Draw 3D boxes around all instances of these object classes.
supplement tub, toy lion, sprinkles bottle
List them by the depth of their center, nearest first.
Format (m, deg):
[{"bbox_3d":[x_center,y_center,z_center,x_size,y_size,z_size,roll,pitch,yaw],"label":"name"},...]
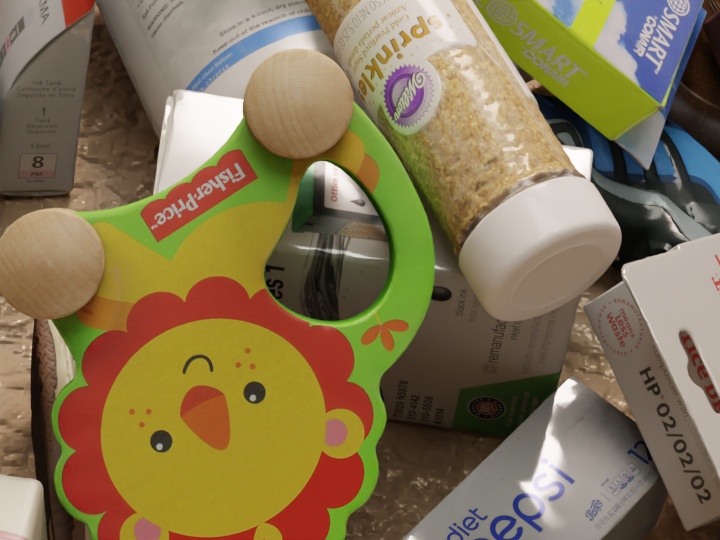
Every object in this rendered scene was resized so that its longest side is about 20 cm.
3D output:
[{"bbox_3d":[-0.051,0.032,1.094,0.199,0.069,0.192,-33,93,-3],"label":"toy lion"},{"bbox_3d":[0.039,-0.074,1.125,0.068,0.068,0.201,-19,62,-21],"label":"sprinkles bottle"},{"bbox_3d":[-0.061,-0.129,1.313,0.131,0.132,0.201,-14,54,-17],"label":"supplement tub"}]

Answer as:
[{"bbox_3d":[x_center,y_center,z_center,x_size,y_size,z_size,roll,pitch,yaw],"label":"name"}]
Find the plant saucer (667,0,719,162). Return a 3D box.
[{"bbox_3d":[0.197,-0.151,1.349,0.199,0.032,0.202,2,86,-25],"label":"plant saucer"}]

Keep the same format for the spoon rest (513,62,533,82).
[{"bbox_3d":[0.119,-0.128,1.367,0.060,0.100,0.200,22,62,34],"label":"spoon rest"}]

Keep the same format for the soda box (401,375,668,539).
[{"bbox_3d":[0.057,0.139,1.148,0.068,0.064,0.200,36,56,19],"label":"soda box"}]

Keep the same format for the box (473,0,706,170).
[{"bbox_3d":[0.095,-0.157,1.243,0.200,0.048,0.122,38,52,-16],"label":"box"}]

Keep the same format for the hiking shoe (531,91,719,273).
[{"bbox_3d":[0.120,-0.049,1.292,0.199,0.074,0.087,34,47,-9],"label":"hiking shoe"}]

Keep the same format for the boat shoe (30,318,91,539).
[{"bbox_3d":[-0.106,0.103,1.160,0.074,0.075,0.204,-4,63,-13],"label":"boat shoe"}]

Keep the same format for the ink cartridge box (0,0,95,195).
[{"bbox_3d":[-0.165,-0.163,1.285,0.057,0.201,0.163,-4,50,-12],"label":"ink cartridge box"}]

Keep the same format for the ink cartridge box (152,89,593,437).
[{"bbox_3d":[0.000,0.000,1.202,0.198,0.146,0.085,7,58,1],"label":"ink cartridge box"}]

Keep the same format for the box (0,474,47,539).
[{"bbox_3d":[-0.208,0.187,1.050,0.127,0.109,0.201,7,50,0],"label":"box"}]

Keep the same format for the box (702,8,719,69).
[{"bbox_3d":[0.315,-0.104,1.275,0.199,0.166,0.165,-18,81,-24],"label":"box"}]

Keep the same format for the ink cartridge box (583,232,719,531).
[{"bbox_3d":[0.180,0.043,1.169,0.199,0.068,0.116,-14,75,-46],"label":"ink cartridge box"}]
